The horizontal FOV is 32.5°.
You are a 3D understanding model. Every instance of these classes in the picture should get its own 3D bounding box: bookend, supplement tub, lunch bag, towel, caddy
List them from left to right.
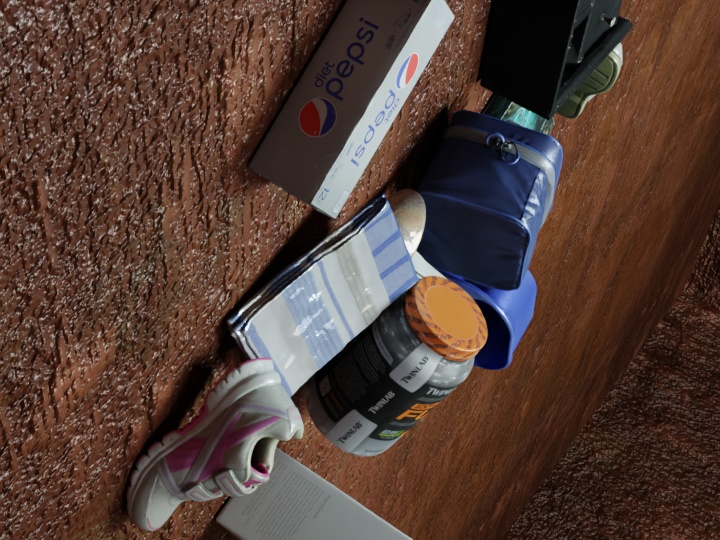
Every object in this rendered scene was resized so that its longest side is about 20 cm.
[{"bbox_3d":[-0.030,0.031,1.190,0.200,0.024,0.147,-41,142,-14],"label":"towel"},{"bbox_3d":[0.039,0.102,1.328,0.200,0.123,0.122,-47,171,37],"label":"supplement tub"},{"bbox_3d":[0.139,0.050,1.554,0.105,0.141,0.200,-55,160,-24],"label":"caddy"},{"bbox_3d":[0.140,-0.086,1.352,0.200,0.136,0.133,90,22,-63],"label":"lunch bag"},{"bbox_3d":[0.229,-0.304,1.326,0.200,0.092,0.199,-46,157,-34],"label":"bookend"}]

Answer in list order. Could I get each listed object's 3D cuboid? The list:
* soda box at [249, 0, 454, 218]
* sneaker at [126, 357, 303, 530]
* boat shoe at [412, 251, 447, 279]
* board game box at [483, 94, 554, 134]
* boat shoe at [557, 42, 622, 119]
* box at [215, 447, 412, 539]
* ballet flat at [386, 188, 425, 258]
[{"bbox_3d":[-0.006,-0.148,1.017,0.200,0.068,0.063,-60,159,1],"label":"soda box"},{"bbox_3d":[-0.132,0.174,1.125,0.200,0.088,0.081,-46,163,13],"label":"sneaker"},{"bbox_3d":[0.048,0.014,1.396,0.064,0.071,0.200,-58,153,-3],"label":"boat shoe"},{"bbox_3d":[0.183,-0.165,1.512,0.135,0.028,0.200,-57,160,-4],"label":"board game box"},{"bbox_3d":[0.279,-0.254,1.525,0.068,0.075,0.200,-58,-178,-13],"label":"boat shoe"},{"bbox_3d":[-0.042,0.310,1.401,0.106,0.200,0.152,-53,159,-15],"label":"box"},{"bbox_3d":[0.000,0.000,1.257,0.200,0.068,0.067,-60,153,-1],"label":"ballet flat"}]
